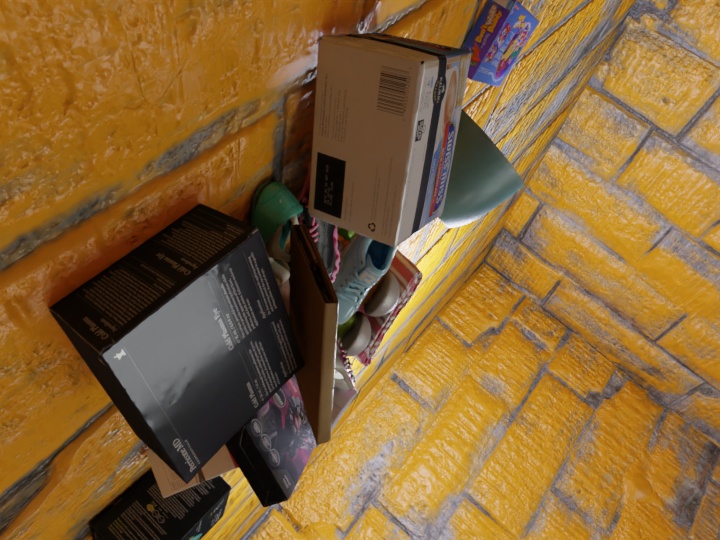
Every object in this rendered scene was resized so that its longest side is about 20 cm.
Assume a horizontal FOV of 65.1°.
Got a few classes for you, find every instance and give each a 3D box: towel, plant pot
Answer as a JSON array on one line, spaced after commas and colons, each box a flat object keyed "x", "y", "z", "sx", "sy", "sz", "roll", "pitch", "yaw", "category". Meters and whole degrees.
[{"x": 0.035, "y": 0.061, "z": 1.053, "sx": 0.202, "sy": 0.030, "sz": 0.147, "roll": -57, "pitch": -152, "yaw": 9, "category": "towel"}, {"x": 0.186, "y": -0.182, "z": 1.078, "sx": 0.160, "sy": 0.202, "sz": 0.200, "roll": -41, "pitch": 168, "yaw": 13, "category": "plant pot"}]

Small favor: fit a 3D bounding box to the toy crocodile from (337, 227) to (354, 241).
[{"x": -0.011, "y": -0.114, "z": 0.862, "sx": 0.067, "sy": 0.061, "sz": 0.202, "roll": -43, "pitch": 162, "yaw": -31, "category": "toy crocodile"}]

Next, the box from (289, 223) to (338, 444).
[{"x": -0.059, "y": 0.073, "z": 0.665, "sx": 0.021, "sy": 0.164, "sz": 0.204, "roll": -5, "pitch": 124, "yaw": -18, "category": "box"}]

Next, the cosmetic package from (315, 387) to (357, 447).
[{"x": -0.115, "y": 0.197, "z": 0.991, "sx": 0.102, "sy": 0.199, "sz": 0.071, "roll": -57, "pitch": 168, "yaw": 27, "category": "cosmetic package"}]

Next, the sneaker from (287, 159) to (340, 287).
[{"x": -0.063, "y": -0.059, "z": 0.750, "sx": 0.095, "sy": 0.077, "sz": 0.205, "roll": 5, "pitch": 99, "yaw": -72, "category": "sneaker"}]

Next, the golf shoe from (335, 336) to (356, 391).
[{"x": -0.069, "y": 0.138, "z": 0.895, "sx": 0.090, "sy": 0.076, "sz": 0.201, "roll": -25, "pitch": 135, "yaw": 3, "category": "golf shoe"}]

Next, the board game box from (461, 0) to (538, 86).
[{"x": 0.243, "y": -0.404, "z": 1.001, "sx": 0.136, "sy": 0.045, "sz": 0.199, "roll": -60, "pitch": 164, "yaw": 25, "category": "board game box"}]

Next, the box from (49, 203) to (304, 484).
[{"x": -0.172, "y": 0.072, "z": 0.582, "sx": 0.182, "sy": 0.103, "sz": 0.203, "roll": -43, "pitch": 138, "yaw": -33, "category": "box"}]

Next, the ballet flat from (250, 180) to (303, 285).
[{"x": -0.118, "y": -0.021, "z": 0.733, "sx": 0.067, "sy": 0.070, "sz": 0.202, "roll": -38, "pitch": 160, "yaw": -43, "category": "ballet flat"}]

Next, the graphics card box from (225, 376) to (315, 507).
[{"x": -0.119, "y": 0.230, "z": 0.842, "sx": 0.050, "sy": 0.127, "sz": 0.200, "roll": -22, "pitch": -168, "yaw": 22, "category": "graphics card box"}]

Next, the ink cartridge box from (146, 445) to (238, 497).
[{"x": -0.220, "y": 0.271, "z": 0.912, "sx": 0.197, "sy": 0.084, "sz": 0.146, "roll": -27, "pitch": 177, "yaw": 18, "category": "ink cartridge box"}]

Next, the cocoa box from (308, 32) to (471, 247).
[{"x": 0.031, "y": -0.156, "z": 0.652, "sx": 0.131, "sy": 0.131, "sz": 0.204, "roll": -33, "pitch": 137, "yaw": -50, "category": "cocoa box"}]

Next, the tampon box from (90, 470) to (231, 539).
[{"x": -0.346, "y": 0.437, "z": 0.992, "sx": 0.199, "sy": 0.126, "sz": 0.151, "roll": -40, "pitch": 162, "yaw": -42, "category": "tampon box"}]

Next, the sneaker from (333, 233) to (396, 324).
[{"x": 0.000, "y": 0.000, "z": 0.863, "sx": 0.203, "sy": 0.073, "sz": 0.082, "roll": -65, "pitch": -162, "yaw": 12, "category": "sneaker"}]

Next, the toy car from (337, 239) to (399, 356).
[{"x": -0.042, "y": 0.036, "z": 0.993, "sx": 0.202, "sy": 0.173, "sz": 0.150, "roll": -55, "pitch": -159, "yaw": 12, "category": "toy car"}]

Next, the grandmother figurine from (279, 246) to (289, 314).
[{"x": -0.118, "y": 0.066, "z": 0.886, "sx": 0.202, "sy": 0.119, "sz": 0.061, "roll": -60, "pitch": -170, "yaw": 26, "category": "grandmother figurine"}]
